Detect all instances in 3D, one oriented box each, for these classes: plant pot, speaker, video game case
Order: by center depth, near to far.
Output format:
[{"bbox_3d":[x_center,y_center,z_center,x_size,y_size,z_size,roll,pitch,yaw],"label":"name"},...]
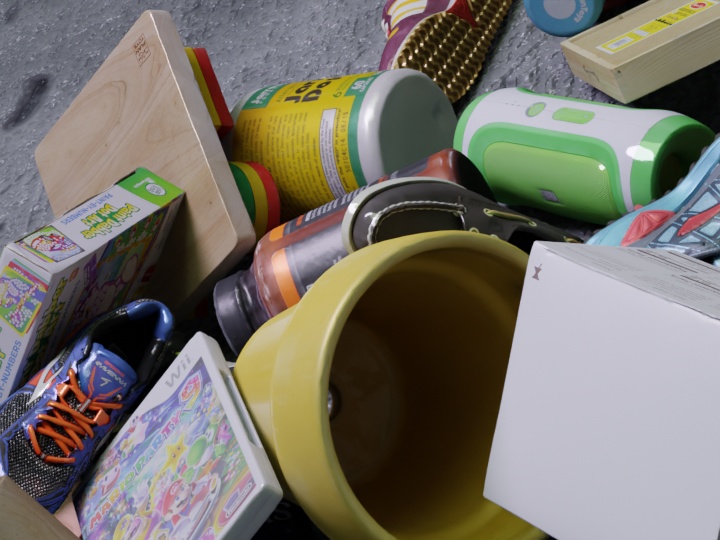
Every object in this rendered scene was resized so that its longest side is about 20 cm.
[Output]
[{"bbox_3d":[-0.116,0.138,1.462,0.143,0.018,0.200,-52,27,12],"label":"video game case"},{"bbox_3d":[0.015,0.082,1.472,0.201,0.201,0.189,-48,20,-24],"label":"plant pot"},{"bbox_3d":[0.155,-0.076,1.650,0.088,0.089,0.200,-47,34,-22],"label":"speaker"}]

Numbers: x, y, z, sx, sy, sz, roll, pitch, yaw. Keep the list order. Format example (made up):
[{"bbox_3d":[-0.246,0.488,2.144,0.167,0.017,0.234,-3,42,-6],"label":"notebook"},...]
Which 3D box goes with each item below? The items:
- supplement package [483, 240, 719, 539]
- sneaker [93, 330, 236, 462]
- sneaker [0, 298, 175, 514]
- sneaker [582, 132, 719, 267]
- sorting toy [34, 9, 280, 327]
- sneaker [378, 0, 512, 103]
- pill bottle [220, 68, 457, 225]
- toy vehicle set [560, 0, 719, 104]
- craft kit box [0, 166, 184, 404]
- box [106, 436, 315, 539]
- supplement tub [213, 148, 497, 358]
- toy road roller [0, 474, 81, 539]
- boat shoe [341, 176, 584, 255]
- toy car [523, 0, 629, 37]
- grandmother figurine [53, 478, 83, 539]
[{"bbox_3d":[0.179,0.084,1.316,0.200,0.111,0.156,26,109,55],"label":"supplement package"},{"bbox_3d":[-0.123,0.077,1.654,0.200,0.072,0.083,-19,66,36],"label":"sneaker"},{"bbox_3d":[-0.185,0.082,1.563,0.078,0.075,0.200,-40,15,44],"label":"sneaker"},{"bbox_3d":[0.236,-0.018,1.529,0.200,0.079,0.096,-39,44,4],"label":"sneaker"},{"bbox_3d":[-0.144,-0.057,1.790,0.200,0.069,0.199,-44,60,44],"label":"sorting toy"},{"bbox_3d":[0.051,-0.183,1.914,0.090,0.075,0.200,-15,29,41],"label":"sneaker"},{"bbox_3d":[-0.034,-0.087,1.806,0.200,0.113,0.113,-4,41,39],"label":"pill bottle"},{"bbox_3d":[0.218,-0.166,1.698,0.124,0.027,0.200,-25,12,0],"label":"toy vehicle set"},{"bbox_3d":[-0.213,0.044,1.672,0.048,0.200,0.197,31,28,14],"label":"craft kit box"},{"bbox_3d":[-0.093,0.167,1.537,0.121,0.032,0.200,-3,32,-11],"label":"box"},{"bbox_3d":[0.000,0.000,1.661,0.200,0.107,0.107,-24,33,16],"label":"supplement tub"},{"bbox_3d":[-0.232,0.193,1.467,0.200,0.123,0.146,-45,6,30],"label":"toy road roller"},{"bbox_3d":[0.079,-0.012,1.546,0.061,0.201,0.072,30,104,51],"label":"boat shoe"},{"bbox_3d":[0.228,-0.288,1.818,0.199,0.177,0.184,-4,28,19],"label":"toy car"},{"bbox_3d":[-0.171,0.184,1.615,0.200,0.061,0.121,26,84,51],"label":"grandmother figurine"}]
